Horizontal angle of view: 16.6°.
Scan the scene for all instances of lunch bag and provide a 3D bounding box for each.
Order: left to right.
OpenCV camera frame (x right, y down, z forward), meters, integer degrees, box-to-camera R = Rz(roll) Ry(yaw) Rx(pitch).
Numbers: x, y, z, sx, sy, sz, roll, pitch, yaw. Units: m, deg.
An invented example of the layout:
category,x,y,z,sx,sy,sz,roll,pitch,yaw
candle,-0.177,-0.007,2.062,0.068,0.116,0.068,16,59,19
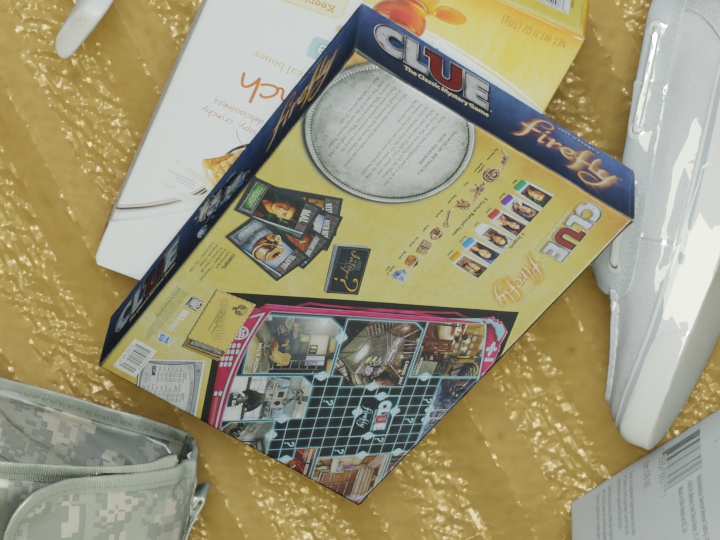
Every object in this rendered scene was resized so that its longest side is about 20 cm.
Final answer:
category,x,y,z,sx,sy,sz,roll,pitch,yaw
lunch bag,-0.175,0.137,1.103,0.199,0.118,0.165,10,111,-5

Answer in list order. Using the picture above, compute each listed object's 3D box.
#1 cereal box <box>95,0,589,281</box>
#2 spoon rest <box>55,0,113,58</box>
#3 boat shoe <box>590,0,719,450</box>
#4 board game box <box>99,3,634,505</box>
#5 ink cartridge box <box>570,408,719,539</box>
category,x,y,z,sx,sy,sz,roll,pitch,yaw
cereal box,-0.011,-0.057,1.019,0.143,0.040,0.201,21,127,-8
spoon rest,-0.176,-0.176,1.012,0.200,0.061,0.099,42,143,-8
boat shoe,0.126,-0.023,1.040,0.068,0.072,0.201,21,120,21
board game box,0.000,0.000,1.015,0.135,0.035,0.200,30,126,-17
ink cartridge box,0.208,0.129,1.043,0.200,0.145,0.145,-35,104,17
